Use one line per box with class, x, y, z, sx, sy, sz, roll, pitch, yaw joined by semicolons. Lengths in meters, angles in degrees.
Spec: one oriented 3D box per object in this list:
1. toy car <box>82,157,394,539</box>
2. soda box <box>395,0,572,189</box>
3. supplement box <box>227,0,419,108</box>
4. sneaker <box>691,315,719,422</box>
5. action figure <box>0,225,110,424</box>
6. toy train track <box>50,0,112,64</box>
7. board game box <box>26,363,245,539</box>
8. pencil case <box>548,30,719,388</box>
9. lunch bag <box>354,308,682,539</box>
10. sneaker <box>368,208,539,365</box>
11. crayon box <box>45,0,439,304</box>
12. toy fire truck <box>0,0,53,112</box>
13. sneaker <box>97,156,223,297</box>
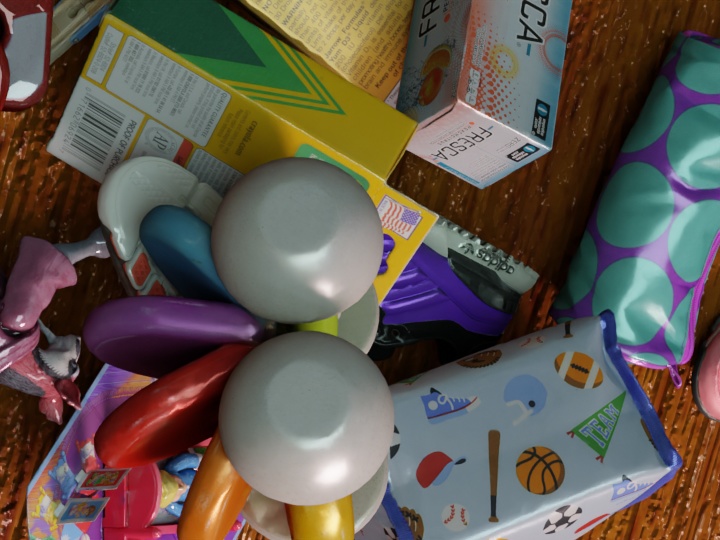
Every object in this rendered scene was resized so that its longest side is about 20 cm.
toy car;-0.062;0.046;1.256;0.150;0.175;0.200;-3;72;-1
soda box;0.073;-0.151;1.398;0.068;0.064;0.200;26;58;-26
supplement box;-0.005;-0.138;1.429;0.200;0.067;0.069;35;89;-20
sneaker;0.296;0.039;1.544;0.200;0.087;0.074;-21;105;-12
action figure;-0.216;0.001;1.341;0.200;0.149;0.134;48;112;9
toy train track;-0.125;-0.175;1.373;0.200;0.115;0.033;-41;145;11
board game box;-0.103;0.125;1.400;0.200;0.039;0.158;-60;135;-38
pencil case;0.190;-0.040;1.497;0.092;0.085;0.200;26;93;9
lunch bag;0.066;0.113;1.440;0.170;0.200;0.124;-18;75;-12
sneaker;0.000;0.000;1.456;0.200;0.070;0.100;27;94;-19
crayon box;-0.057;-0.063;1.351;0.200;0.126;0.052;31;51;-2
toy fire truck;-0.251;-0.148;1.263;0.200;0.112;0.168;3;91;-18
sneaker;-0.096;0.021;1.373;0.077;0.082;0.200;-50;126;-27
